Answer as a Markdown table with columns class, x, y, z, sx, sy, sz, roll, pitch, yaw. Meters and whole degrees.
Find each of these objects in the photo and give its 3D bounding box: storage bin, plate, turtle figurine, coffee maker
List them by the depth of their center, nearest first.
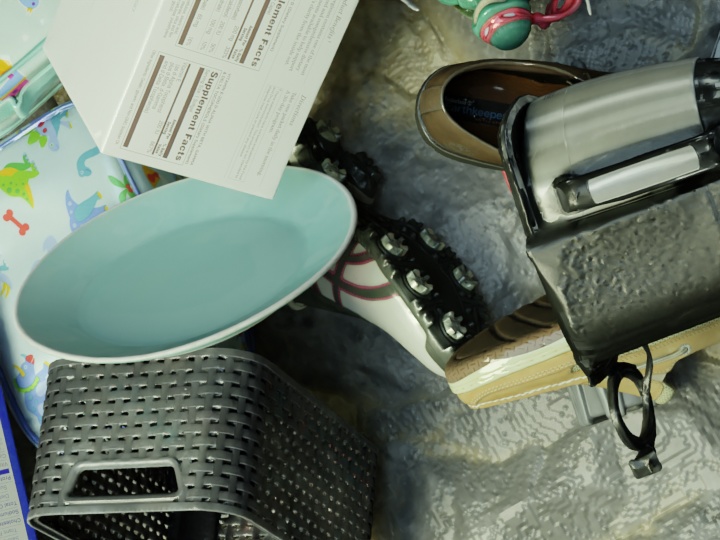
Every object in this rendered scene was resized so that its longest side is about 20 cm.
| class | x | y | z | sx | sy | sz | roll | pitch | yaw |
| --- | --- | --- | --- | --- | --- | --- | --- | --- | --- |
| coffee maker | 0.193 | -0.028 | 1.015 | 0.199 | 0.135 | 0.192 | -17 | 119 | 22 |
| plate | -0.095 | 0.001 | 1.168 | 0.199 | 0.200 | 0.026 | -5 | 122 | 23 |
| turtle figurine | 0.056 | -0.194 | 1.196 | 0.149 | 0.101 | 0.200 | -26 | 66 | 6 |
| storage bin | -0.085 | 0.122 | 1.201 | 0.135 | 0.200 | 0.094 | -5 | 67 | 23 |

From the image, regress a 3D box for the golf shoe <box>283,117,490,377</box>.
| class | x | y | z | sx | sy | sz | roll | pitch | yaw |
| --- | --- | --- | --- | --- | --- | --- | --- | --- | --- |
| golf shoe | 0.000 | 0.000 | 1.246 | 0.200 | 0.077 | 0.088 | 50 | 116 | 23 |

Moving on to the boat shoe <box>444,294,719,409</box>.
| class | x | y | z | sx | sy | sz | roll | pitch | yaw |
| --- | --- | --- | --- | --- | --- | --- | --- | --- | --- |
| boat shoe | 0.147 | 0.040 | 1.132 | 0.199 | 0.072 | 0.076 | -23 | 105 | 7 |

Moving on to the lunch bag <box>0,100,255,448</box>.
| class | x | y | z | sx | sy | sz | roll | pitch | yaw |
| --- | --- | --- | --- | --- | --- | --- | --- | --- | --- |
| lunch bag | -0.171 | 0.005 | 1.307 | 0.160 | 0.082 | 0.200 | -31 | 80 | 20 |

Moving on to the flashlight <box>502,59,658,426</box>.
| class | x | y | z | sx | sy | sz | roll | pitch | yaw |
| --- | --- | --- | --- | --- | --- | --- | --- | --- | --- |
| flashlight | 0.125 | -0.016 | 1.191 | 0.068 | 0.068 | 0.201 | -18 | 85 | 7 |

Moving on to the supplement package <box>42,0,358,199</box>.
| class | x | y | z | sx | sy | sz | roll | pitch | yaw |
| --- | --- | --- | --- | --- | --- | --- | --- | --- | --- |
| supplement package | -0.079 | -0.171 | 1.177 | 0.200 | 0.111 | 0.156 | -65 | 29 | 18 |

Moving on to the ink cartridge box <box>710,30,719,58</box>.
| class | x | y | z | sx | sy | sz | roll | pitch | yaw |
| --- | --- | --- | --- | --- | --- | --- | --- | --- | --- |
| ink cartridge box | 0.224 | -0.057 | 1.165 | 0.094 | 0.037 | 0.201 | 22 | 102 | 20 |

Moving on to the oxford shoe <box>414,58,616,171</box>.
| class | x | y | z | sx | sy | sz | roll | pitch | yaw |
| --- | --- | --- | --- | --- | --- | --- | --- | --- | --- |
| oxford shoe | 0.130 | -0.074 | 1.121 | 0.199 | 0.084 | 0.073 | 4 | 89 | -1 |

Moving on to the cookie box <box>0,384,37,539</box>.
| class | x | y | z | sx | sy | sz | roll | pitch | yaw |
| --- | --- | --- | --- | --- | --- | --- | --- | --- | --- |
| cookie box | -0.276 | 0.130 | 1.318 | 0.171 | 0.075 | 0.201 | -20 | 82 | 58 |

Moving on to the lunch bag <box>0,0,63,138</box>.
| class | x | y | z | sx | sy | sz | roll | pitch | yaw |
| --- | --- | --- | --- | --- | --- | --- | --- | --- | --- |
| lunch bag | -0.223 | -0.177 | 1.293 | 0.200 | 0.077 | 0.160 | -41 | 79 | -7 |
